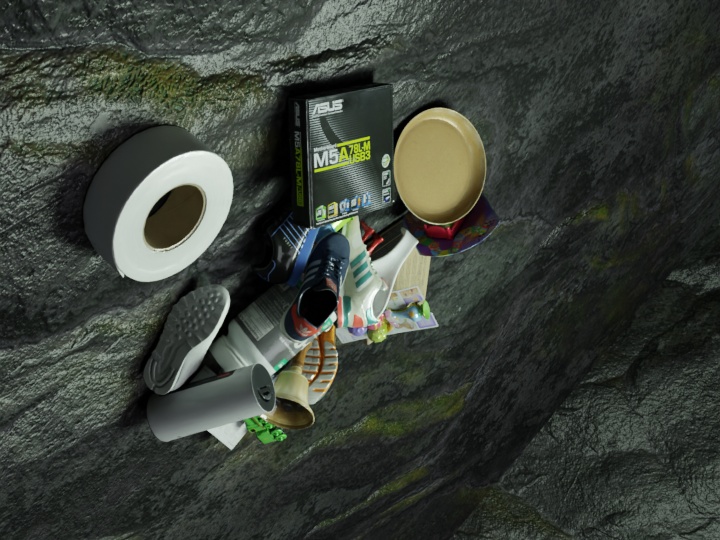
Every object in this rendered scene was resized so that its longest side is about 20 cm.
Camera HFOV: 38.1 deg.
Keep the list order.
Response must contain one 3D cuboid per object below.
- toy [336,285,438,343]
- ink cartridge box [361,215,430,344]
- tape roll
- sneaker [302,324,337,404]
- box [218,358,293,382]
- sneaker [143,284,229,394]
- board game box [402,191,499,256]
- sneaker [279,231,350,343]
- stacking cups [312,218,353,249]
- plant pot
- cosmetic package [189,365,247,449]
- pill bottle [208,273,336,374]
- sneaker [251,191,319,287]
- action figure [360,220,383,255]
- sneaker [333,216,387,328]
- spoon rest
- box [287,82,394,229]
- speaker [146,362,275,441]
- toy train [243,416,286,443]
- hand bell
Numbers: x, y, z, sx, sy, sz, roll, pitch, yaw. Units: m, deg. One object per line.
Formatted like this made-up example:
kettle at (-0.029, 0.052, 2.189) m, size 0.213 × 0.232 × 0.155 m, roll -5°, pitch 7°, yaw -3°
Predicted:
toy at (0.032, 0.096, 1.915) m, size 0.198 × 0.048 × 0.116 m, roll -14°, pitch 133°, yaw 19°
ink cartridge box at (0.053, 0.019, 1.990) m, size 0.164 × 0.075 × 0.201 m, roll -34°, pitch 148°, yaw -29°
tape roll at (-0.266, -0.087, 1.382) m, size 0.202 × 0.071 × 0.204 m, roll -38°, pitch 150°, yaw -26°
sneaker at (-0.076, 0.151, 1.866) m, size 0.078 × 0.077 × 0.202 m, roll 96°, pitch 2°, yaw -57°
box at (-0.164, 0.191, 1.877) m, size 0.117 × 0.060 × 0.200 m, roll -48°, pitch 153°, yaw -8°
sneaker at (-0.262, 0.102, 1.624) m, size 0.201 × 0.076 × 0.080 m, roll -53°, pitch 162°, yaw 15°
board game box at (0.157, -0.107, 1.894) m, size 0.156 × 0.201 × 0.039 m, roll -24°, pitch 127°, yaw 1°
sneaker at (-0.054, 0.021, 1.645) m, size 0.084 × 0.075 × 0.202 m, roll -26°, pitch -143°, yaw 58°
stacking cups at (-0.071, -0.065, 1.726) m, size 0.200 × 0.060 × 0.061 m, roll -44°, pitch 152°, yaw -9°
plant pot at (0.134, -0.183, 1.827) m, size 0.198 × 0.027 × 0.203 m, roll -3°, pitch 96°, yaw -31°
cosmetic package at (-0.248, 0.241, 1.817) m, size 0.083 × 0.050 × 0.200 m, roll -50°, pitch 153°, yaw -12°
pill bottle at (-0.147, 0.100, 1.727) m, size 0.199 × 0.113 × 0.113 m, roll -40°, pitch 151°, yaw -5°
sneaker at (-0.110, -0.076, 1.639) m, size 0.077 × 0.070 × 0.202 m, roll 16°, pitch 95°, yaw -24°
action figure at (-0.043, 0.005, 1.855) m, size 0.201 × 0.052 × 0.065 m, roll -52°, pitch 148°, yaw -1°
sneaker at (0.000, 0.000, 1.788) m, size 0.070 × 0.092 × 0.203 m, roll 172°, pitch -79°, yaw -79°
spoon rest at (0.029, 0.009, 1.835) m, size 0.201 × 0.099 × 0.061 m, roll -50°, pitch -173°, yaw -8°
box at (-0.025, -0.179, 1.596) m, size 0.199 × 0.047 × 0.196 m, roll -19°, pitch 117°, yaw -46°
speaker at (-0.236, 0.210, 1.654) m, size 0.198 × 0.082 × 0.081 m, roll -18°, pitch 160°, yaw 19°
toy train at (-0.180, 0.260, 1.837) m, size 0.056 × 0.042 × 0.200 m, roll -16°, pitch 151°, yaw 5°
hand bell at (-0.108, 0.159, 1.784) m, size 0.105 × 0.103 × 0.202 m, roll 86°, pitch 13°, yaw -52°
